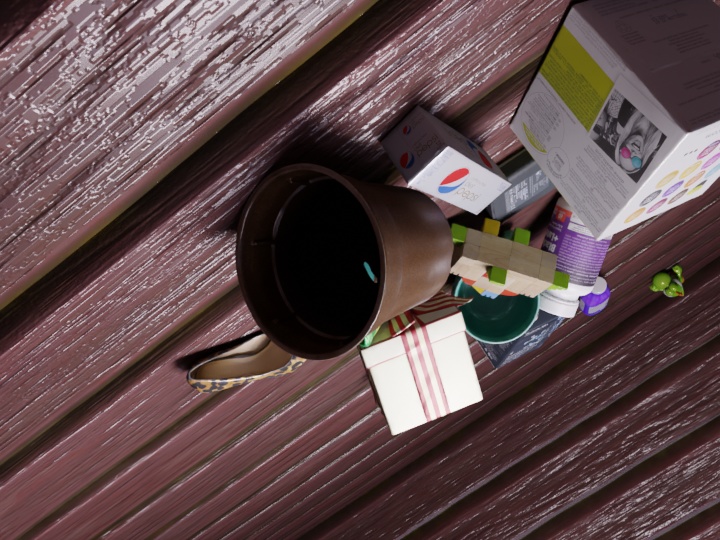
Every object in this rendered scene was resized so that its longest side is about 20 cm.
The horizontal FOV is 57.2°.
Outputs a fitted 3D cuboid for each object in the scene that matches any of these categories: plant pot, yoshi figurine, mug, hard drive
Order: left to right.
[{"bbox_3d":[-0.001,-0.018,0.752,0.200,0.201,0.198,-47,159,30],"label":"plant pot"},{"bbox_3d":[0.252,0.037,1.203,0.185,0.152,0.114,-43,180,6],"label":"mug"},{"bbox_3d":[0.276,-0.155,1.008,0.199,0.033,0.140,-33,156,3],"label":"hard drive"},{"bbox_3d":[1.083,0.037,2.335,0.111,0.113,0.200,2,-172,26],"label":"yoshi figurine"}]

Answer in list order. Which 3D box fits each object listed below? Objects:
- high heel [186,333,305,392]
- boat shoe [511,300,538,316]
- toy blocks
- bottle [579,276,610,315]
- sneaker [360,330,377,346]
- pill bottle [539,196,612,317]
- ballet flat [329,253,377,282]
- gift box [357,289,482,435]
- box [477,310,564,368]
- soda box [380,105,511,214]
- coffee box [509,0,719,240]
[{"bbox_3d":[-0.152,0.124,0.967,0.199,0.072,0.142,-30,164,17],"label":"high heel"},{"bbox_3d":[0.336,0.034,1.321,0.060,0.071,0.200,-63,178,27],"label":"boat shoe"},{"bbox_3d":[0.220,-0.001,1.080,0.198,0.101,0.137,17,160,-4],"label":"toy blocks"},{"bbox_3d":[0.669,0.069,1.886,0.083,0.066,0.200,-34,156,3],"label":"bottle"},{"bbox_3d":[-0.052,0.061,0.898,0.199,0.084,0.074,17,174,-31],"label":"sneaker"},{"bbox_3d":[0.380,-0.023,1.196,0.111,0.111,0.202,-3,114,-48],"label":"pill bottle"},{"bbox_3d":[0.000,0.000,0.936,0.199,0.071,0.071,1,141,-51],"label":"ballet flat"},{"bbox_3d":[0.089,0.114,1.063,0.199,0.185,0.188,-23,112,-9],"label":"gift box"},{"bbox_3d":[0.388,0.128,1.602,0.148,0.107,0.201,-21,153,-22],"label":"box"},{"bbox_3d":[0.110,-0.129,0.809,0.064,0.068,0.199,-42,154,21],"label":"soda box"},{"bbox_3d":[0.341,-0.194,0.801,0.199,0.201,0.198,-21,155,-23],"label":"coffee box"}]
